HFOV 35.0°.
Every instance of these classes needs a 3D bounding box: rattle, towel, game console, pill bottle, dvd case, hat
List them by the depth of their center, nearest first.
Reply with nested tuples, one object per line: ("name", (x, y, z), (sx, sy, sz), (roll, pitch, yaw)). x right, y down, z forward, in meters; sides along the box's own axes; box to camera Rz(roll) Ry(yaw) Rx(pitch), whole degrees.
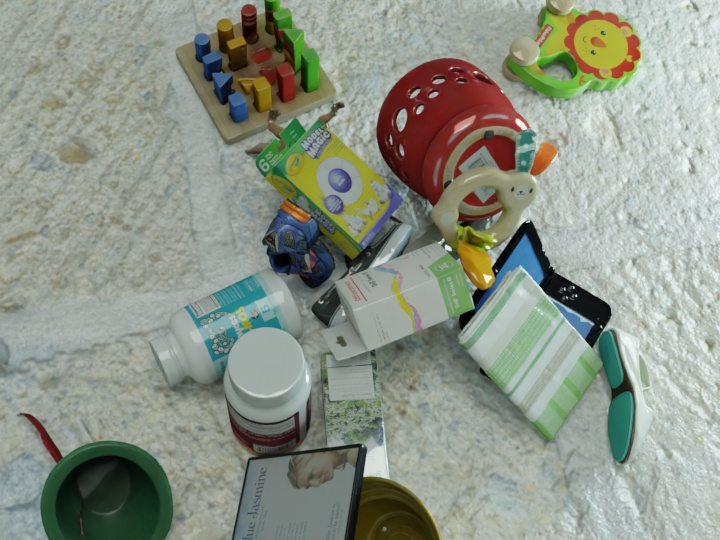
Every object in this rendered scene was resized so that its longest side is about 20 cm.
("dvd case", (-0.081, 0.298, 1.452), (0.199, 0.018, 0.144), (-14, 55, 37))
("pill bottle", (-0.120, 0.159, 1.488), (0.113, 0.200, 0.115), (1, 62, -2))
("hat", (-0.346, 0.278, 1.520), (0.165, 0.176, 0.201), (-17, 102, -14))
("rattle", (0.202, -0.088, 1.537), (0.199, 0.143, 0.131), (-33, 107, 4))
("towel", (0.233, 0.113, 1.564), (0.200, 0.031, 0.149), (48, 66, -16))
("pill bottle", (-0.187, 0.085, 1.576), (0.199, 0.111, 0.111), (-26, 66, -15))
("game console", (0.250, 0.064, 1.602), (0.172, 0.119, 0.200), (31, 66, 14))

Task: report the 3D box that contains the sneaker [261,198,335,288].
("sneaker", (-0.094, -0.025, 1.591), (0.075, 0.200, 0.078), (37, 76, 26))

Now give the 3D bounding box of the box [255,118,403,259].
("box", (-0.046, -0.127, 1.636), (0.200, 0.048, 0.118), (41, 57, -4))

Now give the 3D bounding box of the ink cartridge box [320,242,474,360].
("ink cartridge box", (0.039, 0.041, 1.545), (0.199, 0.068, 0.117), (-22, 23, -7))

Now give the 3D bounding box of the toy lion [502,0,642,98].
("toy lion", (0.358, -0.357, 1.866), (0.191, 0.069, 0.200), (34, 66, 6))

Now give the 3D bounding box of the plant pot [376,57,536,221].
("plant pot", (0.146, -0.184, 1.650), (0.199, 0.201, 0.183), (-22, 36, -14))

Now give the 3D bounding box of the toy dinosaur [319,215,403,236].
("toy dinosaur", (-0.042, -0.082, 1.701), (0.199, 0.107, 0.060), (-25, 35, -11))

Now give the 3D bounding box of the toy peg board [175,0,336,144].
("toy peg board", (-0.168, -0.336, 1.805), (0.198, 0.098, 0.201), (-25, 66, -15))

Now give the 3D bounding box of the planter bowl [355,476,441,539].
("planter bowl", (0.035, 0.359, 1.436), (0.199, 0.083, 0.202), (-4, 83, 31))

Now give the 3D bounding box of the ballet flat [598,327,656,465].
("ballet flat", (0.379, 0.173, 1.587), (0.069, 0.070, 0.201), (0, 61, -3))

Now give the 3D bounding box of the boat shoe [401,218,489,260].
("boat shoe", (0.139, -0.051, 1.701), (0.200, 0.057, 0.067), (-41, 35, -25))

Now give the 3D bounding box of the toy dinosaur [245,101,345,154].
("toy dinosaur", (-0.081, -0.173, 1.735), (0.198, 0.086, 0.137), (-4, 69, 2))

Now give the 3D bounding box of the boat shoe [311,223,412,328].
("boat shoe", (0.000, 0.000, 1.658), (0.066, 0.070, 0.200), (33, 73, 12))

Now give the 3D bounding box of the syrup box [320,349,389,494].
("syrup box", (-0.009, 0.214, 1.533), (0.078, 0.082, 0.201), (-4, 63, -3))
